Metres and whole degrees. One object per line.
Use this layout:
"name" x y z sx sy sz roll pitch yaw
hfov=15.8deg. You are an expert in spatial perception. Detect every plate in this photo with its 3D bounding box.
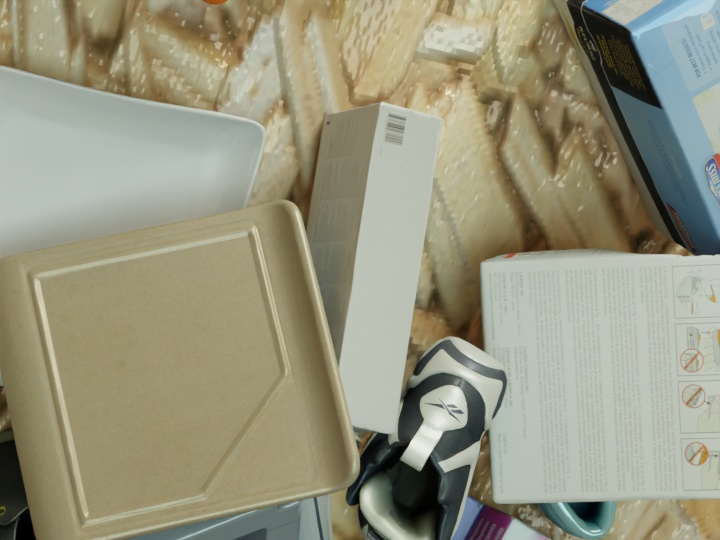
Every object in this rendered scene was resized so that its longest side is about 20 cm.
"plate" -0.177 -0.020 1.615 0.199 0.032 0.200 11 104 -24

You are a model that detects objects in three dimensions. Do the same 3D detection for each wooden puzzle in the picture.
"wooden puzzle" -0.115 0.064 1.572 0.199 0.037 0.186 -13 75 -4

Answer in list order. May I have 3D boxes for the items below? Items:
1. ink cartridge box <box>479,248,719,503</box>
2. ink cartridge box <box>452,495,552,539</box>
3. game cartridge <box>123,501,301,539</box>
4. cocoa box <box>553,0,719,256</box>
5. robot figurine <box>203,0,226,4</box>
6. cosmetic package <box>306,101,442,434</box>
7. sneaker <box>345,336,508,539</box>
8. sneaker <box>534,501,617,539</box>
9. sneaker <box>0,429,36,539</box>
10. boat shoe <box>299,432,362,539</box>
"ink cartridge box" 0.180 0.066 1.675 0.199 0.050 0.163 -2 94 12
"ink cartridge box" 0.088 0.272 1.762 0.200 0.043 0.197 31 83 -13
"game cartridge" -0.105 0.188 1.649 0.133 0.042 0.200 -16 155 -12
"cocoa box" 0.236 -0.118 1.682 0.133 0.131 0.200 -31 116 -8
"robot figurine" -0.085 -0.247 1.527 0.200 0.144 0.117 22 128 -25
"cosmetic package" 0.000 0.000 1.626 0.051 0.082 0.201 12 83 -28
"sneaker" 0.025 0.149 1.657 0.079 0.130 0.199 33 135 3
"sneaker" 0.141 0.090 1.744 0.074 0.082 0.201 -23 114 -13
"sneaker" -0.260 0.158 1.602 0.199 0.106 0.075 -21 114 -13
"boat shoe" -0.029 0.103 1.688 0.067 0.074 0.201 -12 111 -14
